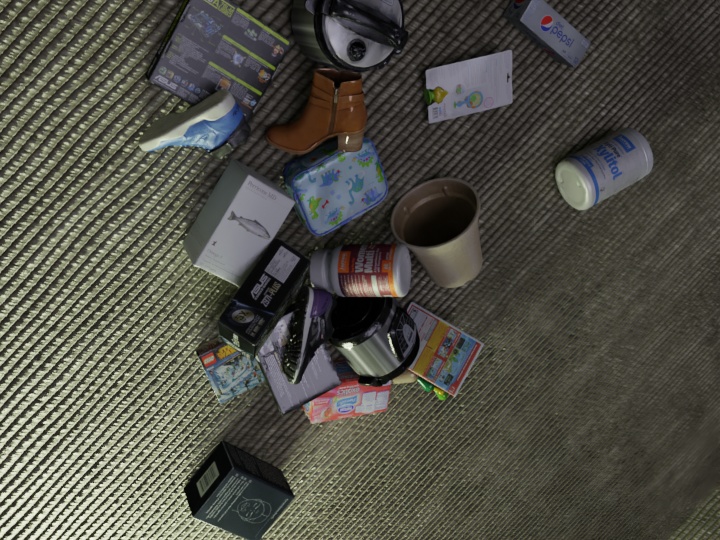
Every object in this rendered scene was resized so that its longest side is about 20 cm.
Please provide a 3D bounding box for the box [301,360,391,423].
[{"bbox_3d":[-0.036,0.277,1.701,0.197,0.095,0.104,-5,116,-24],"label":"box"}]

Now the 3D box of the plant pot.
[{"bbox_3d":[0.187,-0.069,1.608,0.199,0.201,0.184,-36,136,-7],"label":"plant pot"}]

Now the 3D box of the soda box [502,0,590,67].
[{"bbox_3d":[0.400,-0.516,1.557,0.198,0.068,0.064,25,102,-33],"label":"soda box"}]

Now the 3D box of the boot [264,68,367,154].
[{"bbox_3d":[-0.086,-0.298,1.360,0.197,0.077,0.157,6,135,5],"label":"boot"}]

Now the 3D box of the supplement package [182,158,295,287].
[{"bbox_3d":[-0.237,-0.092,1.406,0.116,0.117,0.201,27,99,-32],"label":"supplement package"}]

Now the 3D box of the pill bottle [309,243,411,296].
[{"bbox_3d":[0.000,0.000,1.524,0.197,0.110,0.111,0,122,17],"label":"pill bottle"}]

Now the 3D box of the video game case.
[{"bbox_3d":[0.172,0.185,1.725,0.198,0.017,0.144,30,91,7],"label":"video game case"}]

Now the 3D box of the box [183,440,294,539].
[{"bbox_3d":[-0.280,0.514,1.684,0.199,0.107,0.149,38,93,-34],"label":"box"}]

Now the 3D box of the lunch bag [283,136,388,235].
[{"bbox_3d":[-0.050,-0.174,1.484,0.198,0.082,0.162,-31,123,-11],"label":"lunch bag"}]

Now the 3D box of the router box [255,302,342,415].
[{"bbox_3d":[-0.143,0.185,1.553,0.148,0.051,0.202,-25,105,-15],"label":"router box"}]

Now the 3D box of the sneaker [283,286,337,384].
[{"bbox_3d":[-0.096,0.140,1.499,0.087,0.076,0.203,13,91,-27],"label":"sneaker"}]

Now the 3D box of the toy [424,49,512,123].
[{"bbox_3d":[0.225,-0.393,1.541,0.197,0.047,0.117,-18,124,-15],"label":"toy"}]

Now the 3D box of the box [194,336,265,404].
[{"bbox_3d":[-0.244,0.185,1.583,0.198,0.040,0.138,-26,122,-14],"label":"box"}]

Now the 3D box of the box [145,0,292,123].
[{"bbox_3d":[-0.252,-0.379,1.304,0.198,0.047,0.195,25,99,-33],"label":"box"}]

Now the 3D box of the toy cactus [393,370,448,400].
[{"bbox_3d":[0.156,0.236,1.798,0.163,0.103,0.202,-15,124,2],"label":"toy cactus"}]

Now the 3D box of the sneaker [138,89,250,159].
[{"bbox_3d":[-0.292,-0.235,1.310,0.198,0.077,0.112,-23,130,12],"label":"sneaker"}]

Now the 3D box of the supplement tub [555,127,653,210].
[{"bbox_3d":[0.582,-0.244,1.746,0.198,0.132,0.133,-29,123,-12],"label":"supplement tub"}]

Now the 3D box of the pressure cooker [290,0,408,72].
[{"bbox_3d":[-0.016,-0.443,1.294,0.174,0.200,0.180,-28,119,-14],"label":"pressure cooker"}]

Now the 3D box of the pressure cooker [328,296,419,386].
[{"bbox_3d":[0.036,0.146,1.622,0.175,0.179,0.201,-34,125,4],"label":"pressure cooker"}]

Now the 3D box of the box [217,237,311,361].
[{"bbox_3d":[-0.189,0.059,1.430,0.086,0.164,0.201,32,71,2],"label":"box"}]
